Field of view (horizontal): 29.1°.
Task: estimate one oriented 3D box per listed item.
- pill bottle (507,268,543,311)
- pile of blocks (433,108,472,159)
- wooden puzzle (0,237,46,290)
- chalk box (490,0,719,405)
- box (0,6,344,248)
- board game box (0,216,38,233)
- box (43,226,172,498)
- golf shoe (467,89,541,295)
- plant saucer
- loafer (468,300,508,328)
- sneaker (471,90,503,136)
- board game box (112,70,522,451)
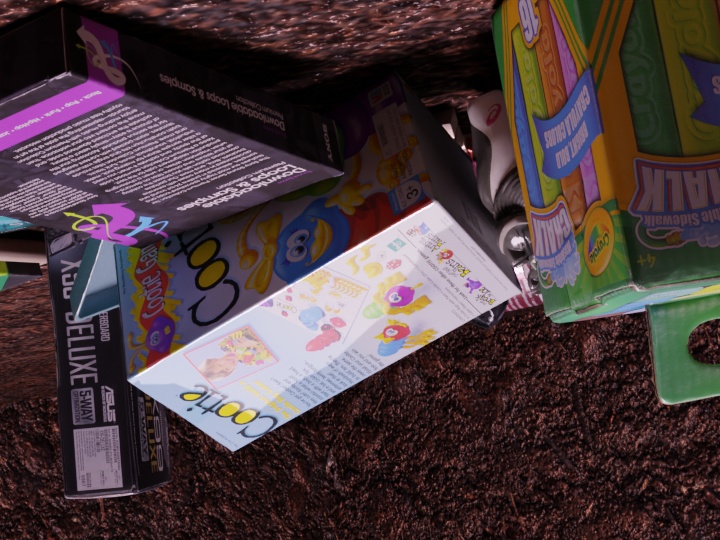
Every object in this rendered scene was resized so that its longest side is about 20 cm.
[{"bbox_3d":[0.111,-0.019,1.190,0.199,0.114,0.113,-12,174,15],"label":"pill bottle"},{"bbox_3d":[0.071,-0.056,0.935,0.062,0.083,0.200,-12,173,17],"label":"pile of blocks"},{"bbox_3d":[-0.334,0.009,1.052,0.199,0.038,0.185,-13,174,22],"label":"wooden puzzle"},{"bbox_3d":[0.146,-0.045,0.619,0.124,0.201,0.124,-10,173,-10],"label":"chalk box"},{"bbox_3d":[-0.121,-0.059,0.666,0.142,0.036,0.200,-18,161,29],"label":"box"},{"bbox_3d":[-0.160,-0.055,0.805,0.199,0.028,0.135,-12,174,5],"label":"board game box"},{"bbox_3d":[-0.172,0.053,0.960,0.049,0.202,0.158,-6,173,0],"label":"box"},{"bbox_3d":[0.109,-0.042,0.776,0.077,0.088,0.200,-28,164,8],"label":"golf shoe"},{"bbox_3d":[-0.111,-0.023,0.907,0.200,0.019,0.070,-24,145,-53],"label":"plant saucer"},{"bbox_3d":[0.000,0.000,0.901,0.200,0.071,0.068,23,170,-12],"label":"loafer"},{"bbox_3d":[0.161,-0.093,0.814,0.199,0.068,0.090,-8,179,10],"label":"sneaker"},{"bbox_3d":[-0.028,-0.001,0.787,0.199,0.103,0.105,-30,138,17],"label":"board game box"}]
